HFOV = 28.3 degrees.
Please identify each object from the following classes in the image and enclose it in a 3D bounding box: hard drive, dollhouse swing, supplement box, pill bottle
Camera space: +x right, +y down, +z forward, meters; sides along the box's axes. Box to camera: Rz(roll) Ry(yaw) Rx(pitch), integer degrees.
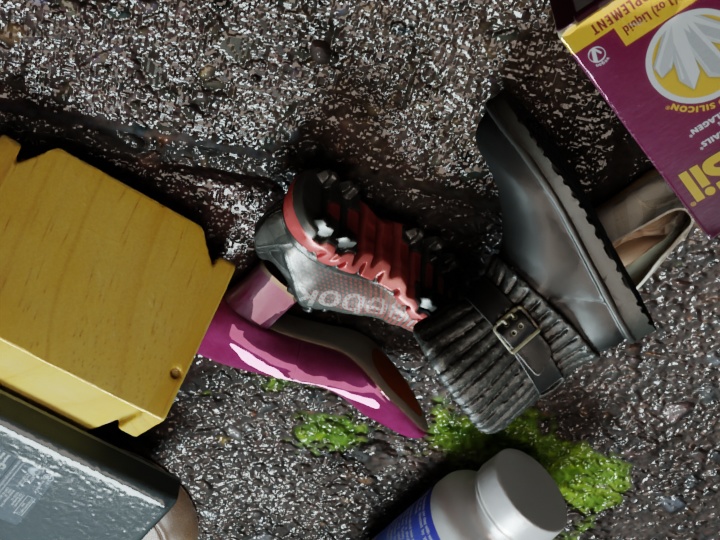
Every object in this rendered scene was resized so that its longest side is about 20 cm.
[{"bbox_3d":[-0.268,0.179,1.185,0.199,0.033,0.140,30,125,-21],"label":"hard drive"},{"bbox_3d":[-0.236,0.019,1.108,0.198,0.175,0.184,28,81,-19],"label":"dollhouse swing"},{"bbox_3d":[0.226,-0.142,0.939,0.130,0.104,0.200,-32,121,21],"label":"supplement box"},{"bbox_3d":[0.081,0.243,1.226,0.111,0.113,0.200,32,122,-22],"label":"pill bottle"}]

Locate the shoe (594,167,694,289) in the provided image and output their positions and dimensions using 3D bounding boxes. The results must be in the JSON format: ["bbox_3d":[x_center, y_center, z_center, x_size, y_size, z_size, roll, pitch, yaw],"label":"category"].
[{"bbox_3d":[0.174,-0.003,1.075,0.070,0.054,0.200,36,119,-24],"label":"shoe"}]

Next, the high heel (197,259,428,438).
[{"bbox_3d":[-0.039,0.083,1.133,0.200,0.068,0.096,44,107,-11],"label":"high heel"}]

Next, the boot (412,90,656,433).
[{"bbox_3d":[0.097,-0.002,1.018,0.157,0.079,0.213,-29,95,14],"label":"boot"}]

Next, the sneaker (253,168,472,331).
[{"bbox_3d":[0.000,0.000,1.071,0.097,0.072,0.199,-26,135,38],"label":"sneaker"}]

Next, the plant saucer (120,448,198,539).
[{"bbox_3d":[-0.244,0.236,1.274,0.197,0.032,0.202,0,128,0],"label":"plant saucer"}]
